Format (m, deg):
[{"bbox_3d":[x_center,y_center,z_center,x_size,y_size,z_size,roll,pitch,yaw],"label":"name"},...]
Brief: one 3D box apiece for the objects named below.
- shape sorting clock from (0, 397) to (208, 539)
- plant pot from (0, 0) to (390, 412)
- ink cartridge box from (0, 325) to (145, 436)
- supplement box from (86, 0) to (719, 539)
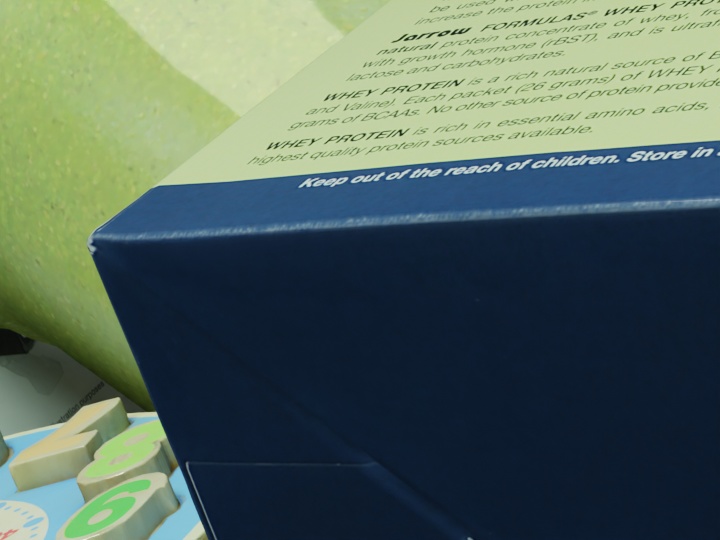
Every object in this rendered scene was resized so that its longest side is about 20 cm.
[{"bbox_3d":[-0.118,0.074,0.596,0.199,0.039,0.200,-20,17,6],"label":"shape sorting clock"},{"bbox_3d":[-0.013,-0.024,0.721,0.200,0.201,0.184,-33,48,-17],"label":"plant pot"},{"bbox_3d":[-0.163,0.020,0.854,0.144,0.200,0.084,-16,18,40],"label":"ink cartridge box"},{"bbox_3d":[0.101,0.001,0.500,0.199,0.135,0.200,-2,28,39],"label":"supplement box"}]
